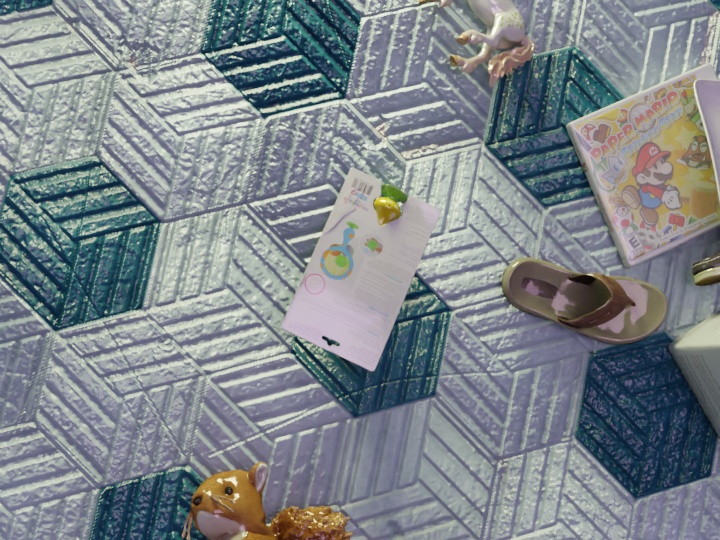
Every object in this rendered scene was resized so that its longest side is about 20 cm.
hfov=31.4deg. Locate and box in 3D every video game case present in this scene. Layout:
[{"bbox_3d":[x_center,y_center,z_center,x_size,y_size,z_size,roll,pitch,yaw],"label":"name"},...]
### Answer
[{"bbox_3d":[0.366,-0.126,1.522,0.198,0.023,0.184,-23,89,-11],"label":"video game case"}]

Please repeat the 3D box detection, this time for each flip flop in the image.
[{"bbox_3d":[0.260,0.031,1.471,0.197,0.058,0.082,17,82,-7],"label":"flip flop"}]

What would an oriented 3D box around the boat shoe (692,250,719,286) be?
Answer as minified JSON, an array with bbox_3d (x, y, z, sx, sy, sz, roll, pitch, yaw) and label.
[{"bbox_3d":[0.467,-0.039,1.511,0.198,0.073,0.066,-21,83,-20],"label":"boat shoe"}]

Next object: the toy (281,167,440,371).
[{"bbox_3d":[0.000,0.000,1.437,0.114,0.047,0.202,25,78,-3],"label":"toy"}]

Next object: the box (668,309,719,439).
[{"bbox_3d":[0.500,0.116,1.445,0.197,0.171,0.202,-31,90,-11],"label":"box"}]

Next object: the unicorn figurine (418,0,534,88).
[{"bbox_3d":[0.142,-0.322,1.485,0.136,0.074,0.203,-27,104,-20],"label":"unicorn figurine"}]

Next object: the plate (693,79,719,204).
[{"bbox_3d":[0.489,-0.126,1.496,0.196,0.032,0.203,2,64,-15],"label":"plate"}]

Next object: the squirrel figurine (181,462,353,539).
[{"bbox_3d":[-0.101,0.304,1.358,0.198,0.141,0.189,7,51,-45],"label":"squirrel figurine"}]
